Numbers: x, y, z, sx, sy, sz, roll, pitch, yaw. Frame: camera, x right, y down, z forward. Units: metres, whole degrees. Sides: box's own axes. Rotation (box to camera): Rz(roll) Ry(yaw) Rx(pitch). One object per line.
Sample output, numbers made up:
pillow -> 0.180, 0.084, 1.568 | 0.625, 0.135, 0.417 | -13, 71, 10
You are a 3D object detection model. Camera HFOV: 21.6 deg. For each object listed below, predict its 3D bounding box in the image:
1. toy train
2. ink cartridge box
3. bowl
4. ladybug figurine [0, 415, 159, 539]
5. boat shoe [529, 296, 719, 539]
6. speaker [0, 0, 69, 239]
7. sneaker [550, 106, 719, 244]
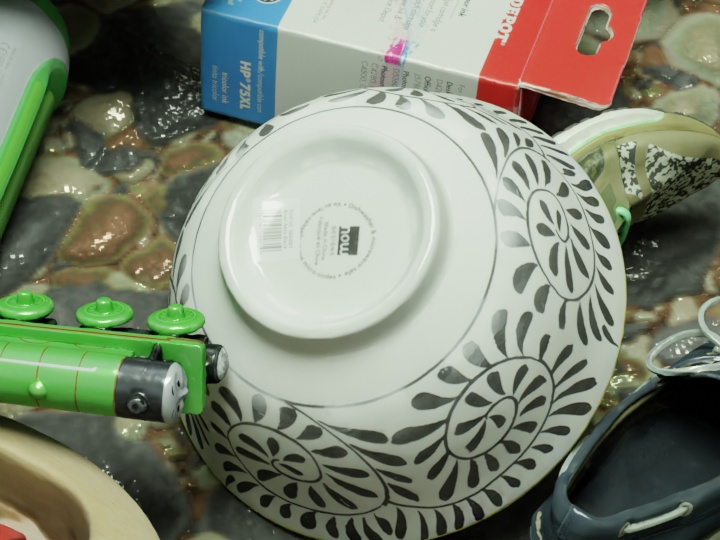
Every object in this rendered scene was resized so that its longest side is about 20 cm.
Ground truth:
toy train -> -0.151, 0.031, 0.716 | 0.200, 0.042, 0.056 | 5, 21, 10
ink cartridge box -> 0.033, -0.114, 0.934 | 0.200, 0.067, 0.116 | 16, 46, 10
bowl -> 0.000, 0.000, 0.748 | 0.201, 0.094, 0.201 | -6, 67, 14
ladybug figurine -> -0.159, 0.113, 0.693 | 0.200, 0.072, 0.136 | 27, 41, 25
boat shoe -> 0.143, 0.063, 0.779 | 0.200, 0.062, 0.075 | -31, 54, -30
speaker -> -0.190, -0.046, 0.840 | 0.088, 0.088, 0.200 | 9, 47, 4
sneaker -> 0.086, -0.004, 0.842 | 0.200, 0.077, 0.089 | -22, 61, -15
